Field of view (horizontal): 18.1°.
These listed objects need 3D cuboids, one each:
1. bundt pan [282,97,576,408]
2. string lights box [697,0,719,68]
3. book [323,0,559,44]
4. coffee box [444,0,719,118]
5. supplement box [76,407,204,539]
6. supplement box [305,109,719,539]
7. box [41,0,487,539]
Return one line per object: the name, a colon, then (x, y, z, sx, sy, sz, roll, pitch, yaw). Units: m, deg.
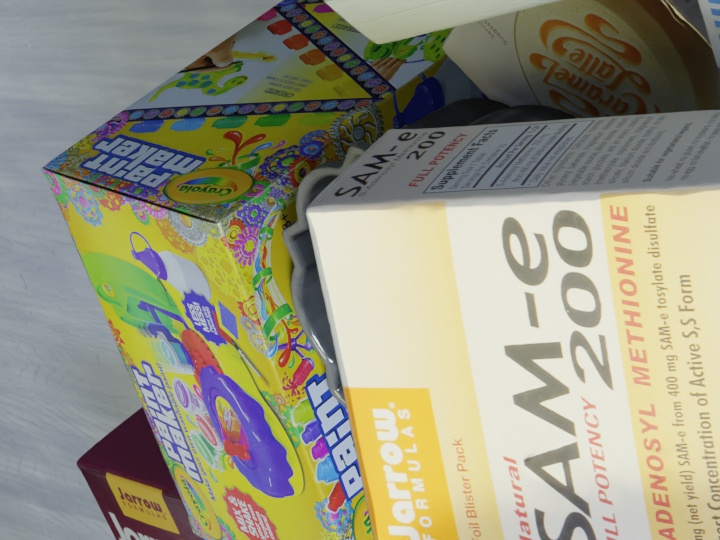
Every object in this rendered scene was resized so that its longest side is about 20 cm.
bundt pan: (0.069, 0.021, 0.820, 0.202, 0.076, 0.202, 34, 147, 26)
string lights box: (0.204, -0.098, 0.668, 0.200, 0.103, 0.059, 14, 136, 47)
book: (0.082, -0.154, 0.724, 0.048, 0.134, 0.200, 36, 150, -33)
coffee box: (0.139, -0.056, 0.814, 0.200, 0.080, 0.114, 47, 150, 7)
supplement box: (-0.059, 0.174, 1.341, 0.131, 0.103, 0.200, 10, 130, 51)
supplement box: (0.096, 0.022, 0.672, 0.200, 0.074, 0.126, -3, 111, 24)
box: (0.000, 0.000, 0.973, 0.122, 0.193, 0.200, 18, 137, 46)
